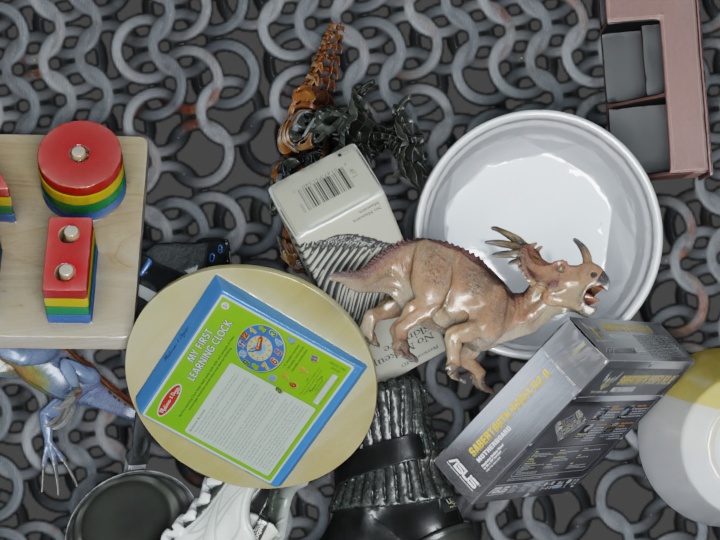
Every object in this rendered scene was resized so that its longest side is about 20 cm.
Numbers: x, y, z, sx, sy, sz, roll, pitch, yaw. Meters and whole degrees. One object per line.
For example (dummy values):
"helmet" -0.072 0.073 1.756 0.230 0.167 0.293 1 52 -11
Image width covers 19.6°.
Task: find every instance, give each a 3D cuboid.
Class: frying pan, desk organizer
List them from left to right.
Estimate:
"frying pan" -0.197 0.181 1.697 0.115 0.031 0.190 -23 119 -14
"desk organizer" 0.241 -0.173 1.727 0.077 0.072 0.200 -4 89 2

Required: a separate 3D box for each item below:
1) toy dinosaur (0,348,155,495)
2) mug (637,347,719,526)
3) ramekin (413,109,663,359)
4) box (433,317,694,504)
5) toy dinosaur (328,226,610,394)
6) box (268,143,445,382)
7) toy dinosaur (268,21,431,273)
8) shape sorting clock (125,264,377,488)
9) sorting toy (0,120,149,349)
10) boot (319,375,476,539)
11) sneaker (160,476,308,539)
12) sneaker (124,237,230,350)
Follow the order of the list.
"toy dinosaur" -0.242 0.079 1.715 0.181 0.105 0.200 9 76 -20
"mug" 0.301 0.120 1.679 0.149 0.153 0.187 -17 88 0
"ramekin" 0.141 -0.028 1.706 0.200 0.105 0.200 0 89 0
"box" 0.163 0.109 1.636 0.048 0.200 0.158 48 109 21
"toy dinosaur" 0.076 0.012 1.603 0.200 0.086 0.136 22 89 -8
"box" 0.000 0.000 1.661 0.082 0.200 0.068 -29 46 -3
"toy dinosaur" -0.029 -0.102 1.710 0.136 0.102 0.200 -7 96 42
"shape sorting clock" -0.085 0.083 1.623 0.200 0.039 0.200 3 121 5
"sorting toy" -0.277 -0.040 1.675 0.200 0.070 0.199 1 56 0
"boot" -0.014 0.192 1.709 0.211 0.079 0.158 -28 76 17
"sneaker" -0.110 0.222 1.701 0.081 0.075 0.200 28 91 45
"sneaker" -0.103 0.035 1.720 0.200 0.073 0.112 18 80 -6
